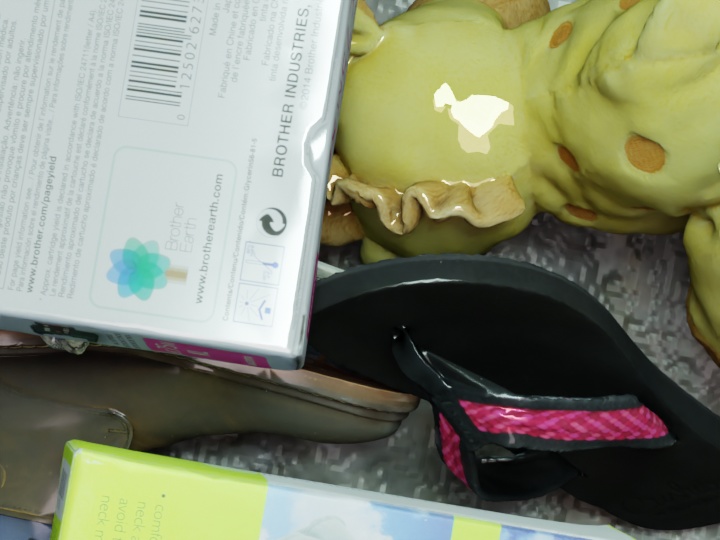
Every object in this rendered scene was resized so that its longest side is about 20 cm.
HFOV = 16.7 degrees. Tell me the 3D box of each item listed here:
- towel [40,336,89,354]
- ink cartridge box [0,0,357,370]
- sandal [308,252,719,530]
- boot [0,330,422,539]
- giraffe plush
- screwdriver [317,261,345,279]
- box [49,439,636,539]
[{"bbox_3d":[-0.133,-0.099,0.764,0.200,0.035,0.193,27,67,-4],"label":"towel"},{"bbox_3d":[-0.106,-0.044,0.697,0.200,0.042,0.120,8,80,1],"label":"ink cartridge box"},{"bbox_3d":[0.062,0.050,0.755,0.200,0.075,0.045,32,50,-38],"label":"sandal"},{"bbox_3d":[-0.084,0.055,0.794,0.200,0.075,0.097,11,101,5],"label":"boot"},{"bbox_3d":[0.065,-0.045,0.765,0.162,0.200,0.173,-3,98,26],"label":"giraffe plush"},{"bbox_3d":[0.000,0.000,0.751,0.200,0.028,0.029,15,96,-16],"label":"screwdriver"},{"bbox_3d":[-0.001,0.128,0.747,0.200,0.048,0.122,10,88,-10],"label":"box"}]
